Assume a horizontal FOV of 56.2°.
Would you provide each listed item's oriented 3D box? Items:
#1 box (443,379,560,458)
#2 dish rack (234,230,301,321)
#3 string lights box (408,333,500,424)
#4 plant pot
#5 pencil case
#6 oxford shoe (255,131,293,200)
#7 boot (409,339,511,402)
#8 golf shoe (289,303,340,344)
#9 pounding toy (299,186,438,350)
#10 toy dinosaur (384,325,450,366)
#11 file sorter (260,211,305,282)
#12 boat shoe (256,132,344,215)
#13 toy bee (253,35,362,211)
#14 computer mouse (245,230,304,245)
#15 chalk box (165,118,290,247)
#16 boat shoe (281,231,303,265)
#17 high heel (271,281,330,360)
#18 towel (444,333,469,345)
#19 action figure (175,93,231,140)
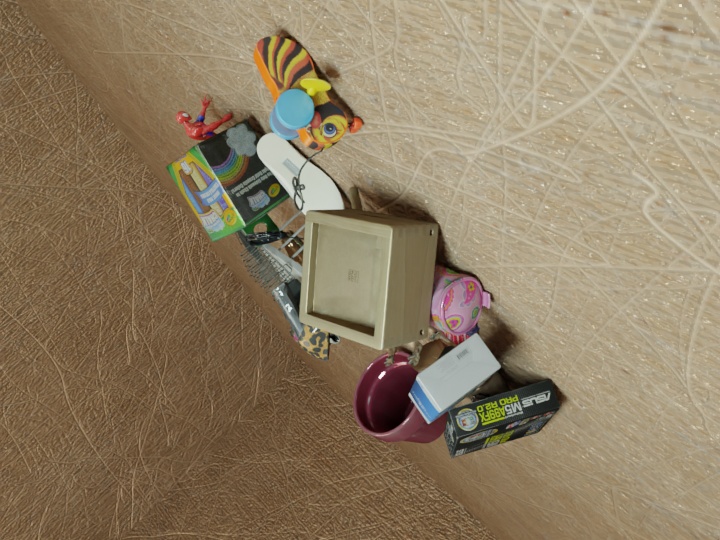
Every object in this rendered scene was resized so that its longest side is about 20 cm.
[{"bbox_3d":[0.214,0.237,1.055,0.200,0.158,0.045,80,173,-65],"label":"box"},{"bbox_3d":[-0.179,0.003,1.291,0.200,0.054,0.154,44,164,15],"label":"dish rack"},{"bbox_3d":[0.130,0.161,0.978,0.059,0.102,0.200,54,171,15],"label":"string lights box"},{"bbox_3d":[0.110,0.314,1.573,0.179,0.201,0.199,37,176,-41],"label":"plant pot"},{"bbox_3d":[0.098,0.028,0.984,0.088,0.087,0.199,54,164,-29],"label":"pencil case"},{"bbox_3d":[-0.153,-0.169,1.247,0.200,0.058,0.075,46,165,-1],"label":"oxford shoe"},{"bbox_3d":[0.177,0.190,1.171,0.146,0.070,0.200,41,166,-9],"label":"boot"},{"bbox_3d":[-0.082,0.114,1.263,0.092,0.073,0.200,43,164,9],"label":"golf shoe"},{"bbox_3d":[0.007,-0.014,0.939,0.199,0.141,0.186,14,104,41],"label":"pounding toy"},{"bbox_3d":[0.054,0.076,1.099,0.136,0.198,0.086,-108,24,-44],"label":"toy dinosaur"},{"bbox_3d":[-0.075,-0.011,1.309,0.199,0.124,0.139,32,160,45],"label":"file sorter"},{"bbox_3d":[-0.096,-0.144,1.127,0.200,0.072,0.069,41,-179,14],"label":"boat shoe"},{"bbox_3d":[-0.059,-0.192,0.840,0.131,0.108,0.202,-142,39,-62],"label":"toy bee"},{"bbox_3d":[-0.100,-0.066,1.166,0.059,0.198,0.034,140,125,-63],"label":"computer mouse"},{"bbox_3d":[-0.219,-0.137,1.186,0.123,0.125,0.201,-14,110,48],"label":"chalk box"},{"bbox_3d":[-0.141,-0.003,1.657,0.201,0.068,0.072,55,166,-27],"label":"boat shoe"},{"bbox_3d":[-0.029,0.045,1.069,0.143,0.199,0.071,59,-163,1],"label":"high heel"},{"bbox_3d":[0.121,0.067,1.151,0.200,0.022,0.145,39,165,29],"label":"towel"},{"bbox_3d":[-0.256,-0.266,1.300,0.199,0.100,0.065,29,173,-30],"label":"action figure"}]
